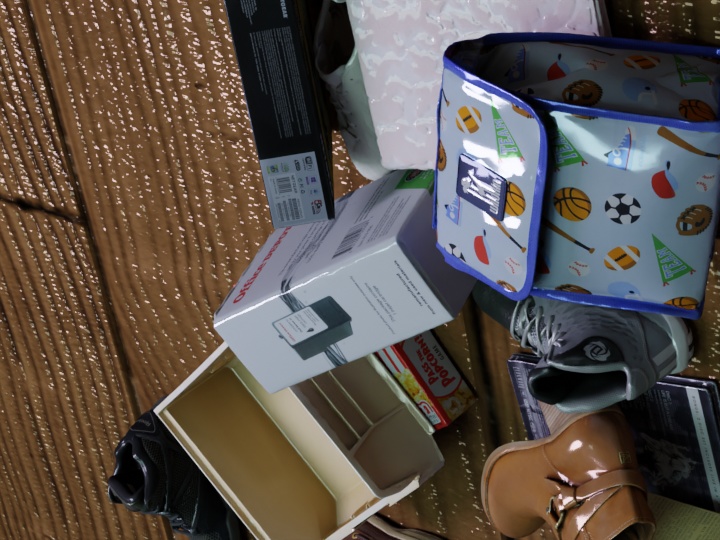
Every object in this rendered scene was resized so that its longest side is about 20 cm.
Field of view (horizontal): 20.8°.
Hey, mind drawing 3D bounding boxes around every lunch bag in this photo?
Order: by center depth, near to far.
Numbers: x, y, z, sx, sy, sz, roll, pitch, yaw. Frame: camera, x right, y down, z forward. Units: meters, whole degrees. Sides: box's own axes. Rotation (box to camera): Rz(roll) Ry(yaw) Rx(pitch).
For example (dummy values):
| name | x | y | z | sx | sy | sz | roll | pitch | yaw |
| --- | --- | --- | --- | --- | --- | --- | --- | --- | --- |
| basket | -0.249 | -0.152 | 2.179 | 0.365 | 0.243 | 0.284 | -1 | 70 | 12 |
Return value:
| name | x | y | z | sx | sy | sz | roll | pitch | yaw |
| --- | --- | --- | --- | --- | --- | --- | --- | --- | --- |
| lunch bag | 0.149 | -0.068 | 1.350 | 0.199 | 0.124 | 0.170 | 10 | 127 | 11 |

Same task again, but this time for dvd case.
| name | x | y | z | sx | sy | sz | roll | pitch | yaw |
| --- | --- | --- | --- | --- | --- | --- | --- | --- | --- |
| dvd case | 0.215 | 0.143 | 1.580 | 0.200 | 0.016 | 0.149 | 7 | 123 | 44 |

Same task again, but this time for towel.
| name | x | y | z | sx | sy | sz | roll | pitch | yaw |
| --- | --- | --- | --- | --- | --- | --- | --- | --- | --- |
| towel | 0.090 | -0.160 | 1.426 | 0.200 | 0.032 | 0.191 | 1 | 119 | 28 |

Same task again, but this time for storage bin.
| name | x | y | z | sx | sy | sz | roll | pitch | yaw |
| --- | --- | --- | --- | --- | --- | --- | --- | --- | --- |
| storage bin | -0.053 | 0.142 | 1.721 | 0.199 | 0.094 | 0.200 | 51 | 143 | 3 |

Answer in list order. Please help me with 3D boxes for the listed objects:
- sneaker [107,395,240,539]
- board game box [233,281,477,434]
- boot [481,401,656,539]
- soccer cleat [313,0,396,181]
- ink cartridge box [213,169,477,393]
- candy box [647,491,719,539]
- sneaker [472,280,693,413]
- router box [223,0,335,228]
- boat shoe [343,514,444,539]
| name | x | y | z | sx | sy | sz | roll | pitch | yaw |
| --- | --- | --- | --- | --- | --- | --- | --- | --- | --- |
| sneaker | -0.196 | 0.240 | 2.011 | 0.076 | 0.114 | 0.200 | 8 | 126 | 45 |
| board game box | -0.007 | 0.062 | 1.725 | 0.200 | 0.046 | 0.151 | 55 | 143 | -2 |
| boot | 0.167 | 0.192 | 1.546 | 0.200 | 0.077 | 0.156 | -60 | 36 | 39 |
| soccer cleat | -0.005 | -0.151 | 1.531 | 0.069 | 0.078 | 0.200 | 25 | 135 | 32 |
| ink cartridge box | 0.000 | 0.000 | 1.544 | 0.200 | 0.147 | 0.083 | -23 | 112 | 36 |
| candy box | 0.304 | 0.250 | 1.516 | 0.200 | 0.055 | 0.116 | 13 | 141 | 38 |
| sneaker | 0.144 | 0.050 | 1.500 | 0.200 | 0.115 | 0.075 | 17 | 130 | 37 |
| router box | -0.062 | -0.157 | 1.528 | 0.052 | 0.157 | 0.200 | -9 | 120 | 3 |
| boat shoe | 0.006 | 0.276 | 1.861 | 0.200 | 0.068 | 0.072 | 9 | 125 | 43 |
